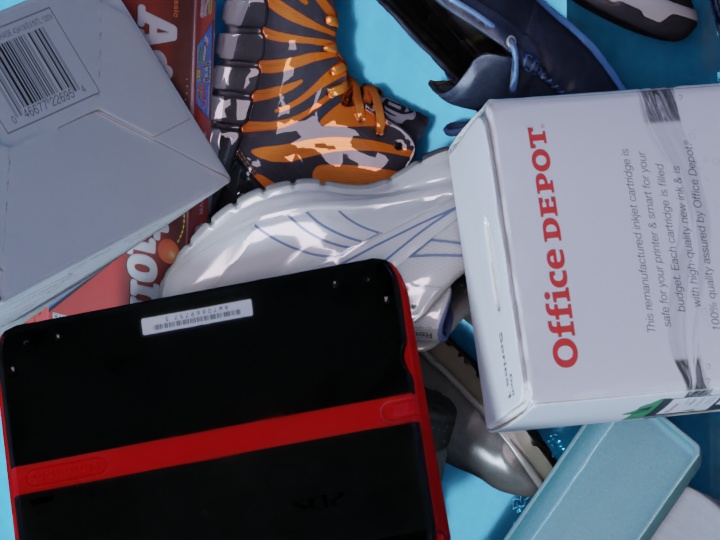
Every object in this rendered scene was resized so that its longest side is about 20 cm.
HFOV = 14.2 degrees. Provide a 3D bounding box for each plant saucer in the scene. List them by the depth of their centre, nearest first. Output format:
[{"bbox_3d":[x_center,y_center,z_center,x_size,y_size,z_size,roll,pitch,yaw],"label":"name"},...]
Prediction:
[{"bbox_3d":[0.092,0.152,1.405,0.200,0.019,0.070,-57,45,9],"label":"plant saucer"}]

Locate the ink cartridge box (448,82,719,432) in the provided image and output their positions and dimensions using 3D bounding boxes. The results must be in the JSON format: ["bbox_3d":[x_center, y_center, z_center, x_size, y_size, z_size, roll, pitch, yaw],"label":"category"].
[{"bbox_3d":[0.150,-0.008,1.359,0.199,0.084,0.147,-4,78,-14],"label":"ink cartridge box"}]

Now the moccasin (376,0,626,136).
[{"bbox_3d":[0.056,-0.105,1.426,0.200,0.080,0.068,44,56,-9],"label":"moccasin"}]

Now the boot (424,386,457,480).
[{"bbox_3d":[-0.055,0.108,1.411,0.199,0.068,0.131,13,102,8],"label":"boot"}]

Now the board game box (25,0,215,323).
[{"bbox_3d":[-0.121,-0.058,1.449,0.103,0.019,0.201,12,108,30],"label":"board game box"}]

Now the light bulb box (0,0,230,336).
[{"bbox_3d":[-0.207,-0.022,1.377,0.200,0.198,0.125,-31,90,35],"label":"light bulb box"}]

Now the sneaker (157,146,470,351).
[{"bbox_3d":[0.000,0.000,1.402,0.199,0.075,0.087,-16,62,1],"label":"sneaker"}]

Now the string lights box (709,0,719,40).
[{"bbox_3d":[0.185,-0.193,1.407,0.059,0.103,0.201,-14,93,6],"label":"string lights box"}]

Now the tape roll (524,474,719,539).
[{"bbox_3d":[0.134,0.203,1.401,0.066,0.200,0.201,27,99,-41],"label":"tape roll"}]

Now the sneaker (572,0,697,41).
[{"bbox_3d":[0.096,-0.193,1.432,0.200,0.072,0.083,37,94,1],"label":"sneaker"}]

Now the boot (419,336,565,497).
[{"bbox_3d":[-0.021,0.109,1.464,0.200,0.073,0.182,-46,73,0],"label":"boot"}]

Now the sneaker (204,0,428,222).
[{"bbox_3d":[-0.015,-0.108,1.454,0.112,0.078,0.201,13,106,0],"label":"sneaker"}]

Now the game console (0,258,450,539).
[{"bbox_3d":[-0.065,0.090,1.337,0.199,0.031,0.177,-10,61,1],"label":"game console"}]

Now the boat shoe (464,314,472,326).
[{"bbox_3d":[0.138,0.013,1.460,0.199,0.073,0.062,13,52,11],"label":"boat shoe"}]
